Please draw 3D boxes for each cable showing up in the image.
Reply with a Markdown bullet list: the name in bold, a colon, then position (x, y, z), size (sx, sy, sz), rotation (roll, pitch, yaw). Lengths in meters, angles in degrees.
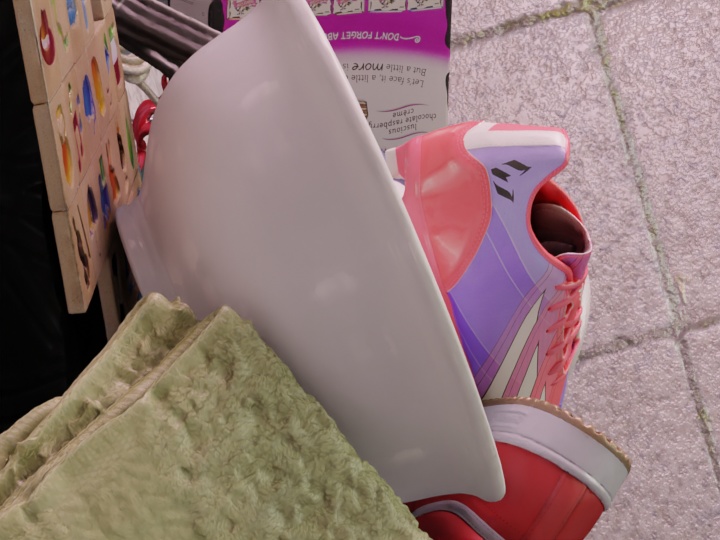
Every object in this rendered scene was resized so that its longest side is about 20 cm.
- **cable**: position (-0.106, -0.121, 0.792), size (0.050, 0.200, 0.097), rotation (-59, 162, -29)

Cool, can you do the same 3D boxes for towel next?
- **towel**: position (-0.035, 0.118, 0.579), size (0.200, 0.148, 0.036), rotation (48, -28, -7)

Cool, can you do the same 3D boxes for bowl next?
- **bowl**: position (-0.028, 0.004, 0.680), size (0.201, 0.090, 0.201), rotation (157, -90, -87)

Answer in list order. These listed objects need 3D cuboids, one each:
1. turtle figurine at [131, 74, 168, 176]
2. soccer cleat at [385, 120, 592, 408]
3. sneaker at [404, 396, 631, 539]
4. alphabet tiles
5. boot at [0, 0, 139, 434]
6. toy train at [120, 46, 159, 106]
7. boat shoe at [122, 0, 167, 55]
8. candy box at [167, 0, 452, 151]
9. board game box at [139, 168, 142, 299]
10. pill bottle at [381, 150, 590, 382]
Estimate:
- **turtle figurine**: position (-0.066, -0.036, 1.083), size (0.101, 0.200, 0.150), rotation (117, -20, -70)
- **soccer cleat**: position (0.068, 0.010, 0.794), size (0.200, 0.076, 0.067), rotation (63, 24, -50)
- **sneaker**: position (0.034, 0.116, 0.793), size (0.071, 0.113, 0.200), rotation (35, -16, -6)
- **alphabet tiles**: position (-0.096, -0.061, 0.669), size (0.200, 0.008, 0.167), rotation (-94, 177, -74)
- **boot**: position (-0.128, -0.030, 0.723), size (0.162, 0.073, 0.199), rotation (-55, 137, -84)
- **toy train**: position (-0.110, -0.178, 0.883), size (0.200, 0.116, 0.085), rotation (49, 13, -20)
- **boat shoe**: position (-0.125, -0.170, 1.041), size (0.200, 0.074, 0.065), rotation (-30, -93, 51)
- **candy box**: position (-0.026, -0.092, 0.972), size (0.061, 0.136, 0.200), rotation (29, -59, 58)
- **board game box**: position (-0.128, -0.009, 0.912), size (0.151, 0.047, 0.200), rotation (-91, 166, -81)
- **pill bottle**: position (0.000, 0.000, 0.907), size (0.200, 0.111, 0.111), rotation (25, 26, -22)
